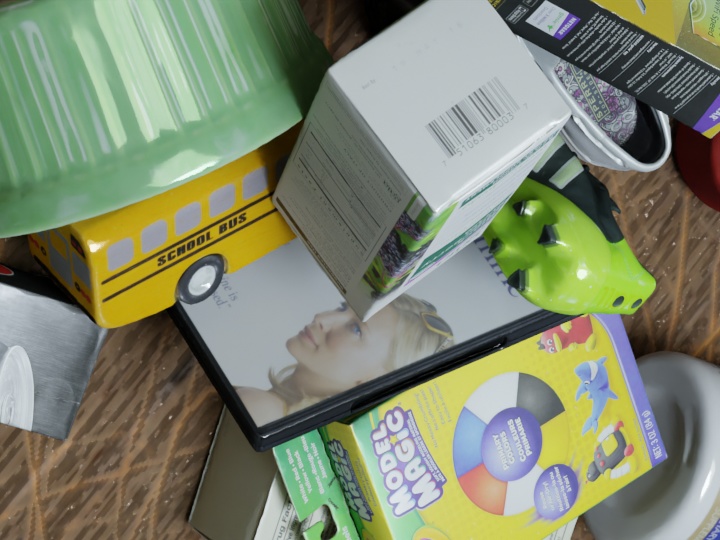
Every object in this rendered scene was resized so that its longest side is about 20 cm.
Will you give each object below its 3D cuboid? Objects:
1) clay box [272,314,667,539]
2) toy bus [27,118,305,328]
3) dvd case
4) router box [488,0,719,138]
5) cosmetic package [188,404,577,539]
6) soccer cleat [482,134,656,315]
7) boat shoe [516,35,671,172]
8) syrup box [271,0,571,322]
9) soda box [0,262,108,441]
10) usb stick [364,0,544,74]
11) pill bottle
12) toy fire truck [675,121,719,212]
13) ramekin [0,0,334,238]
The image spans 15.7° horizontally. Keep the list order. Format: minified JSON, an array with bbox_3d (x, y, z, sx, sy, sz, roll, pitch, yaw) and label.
[{"bbox_3d":[0.058,0.092,1.348,0.199,0.048,0.115,-30,111,-26],"label":"clay box"},{"bbox_3d":[-0.066,-0.047,1.287,0.199,0.065,0.079,-30,142,-26],"label":"toy bus"},{"bbox_3d":[0.000,0.000,1.327,0.199,0.143,0.018,-22,149,-23],"label":"dvd case"},{"bbox_3d":[0.141,-0.187,1.309,0.157,0.052,0.201,26,56,-14],"label":"router box"},{"bbox_3d":[0.019,0.118,1.404,0.199,0.073,0.104,16,96,-32],"label":"cosmetic package"},{"bbox_3d":[0.083,-0.048,1.329,0.081,0.201,0.068,15,125,-38],"label":"soccer cleat"},{"bbox_3d":[0.105,-0.130,1.380,0.072,0.068,0.201,-36,119,-15],"label":"boat shoe"},{"bbox_3d":[0.023,-0.050,1.178,0.079,0.200,0.082,-35,83,-16],"label":"syrup box"},{"bbox_3d":[-0.224,0.019,1.243,0.199,0.063,0.071,19,95,-32],"label":"soda box"},{"bbox_3d":[0.045,-0.104,1.276,0.032,0.200,0.056,-17,114,-12],"label":"usb stick"},{"bbox_3d":[0.234,0.128,1.502,0.199,0.120,0.120,19,95,-32],"label":"pill bottle"},{"bbox_3d":[0.215,-0.115,1.431,0.199,0.129,0.177,13,95,-15],"label":"toy fire truck"},{"bbox_3d":[-0.119,-0.101,1.192,0.199,0.200,0.098,-27,109,-20],"label":"ramekin"}]
